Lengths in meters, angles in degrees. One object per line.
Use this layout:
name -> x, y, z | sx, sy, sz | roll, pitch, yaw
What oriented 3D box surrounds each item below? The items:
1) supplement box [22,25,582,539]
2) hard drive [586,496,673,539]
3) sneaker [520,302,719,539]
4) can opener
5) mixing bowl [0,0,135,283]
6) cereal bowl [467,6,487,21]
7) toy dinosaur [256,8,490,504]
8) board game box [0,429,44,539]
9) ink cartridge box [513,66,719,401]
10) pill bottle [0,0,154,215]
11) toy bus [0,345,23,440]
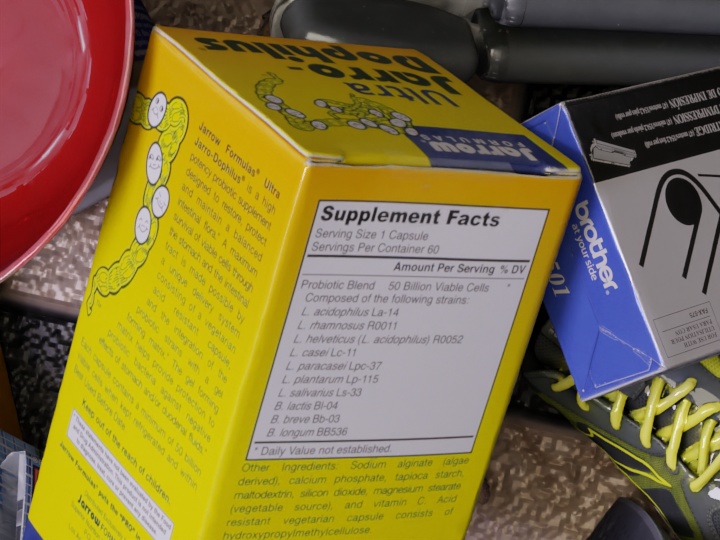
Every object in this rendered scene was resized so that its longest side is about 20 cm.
supplement box -> -0.024, 0.033, 0.831 | 0.110, 0.109, 0.200 | 41, 121, 48
hard drive -> 0.078, 0.154, 0.883 | 0.042, 0.200, 0.135 | 36, 94, -2
sneaker -> 0.103, 0.048, 0.901 | 0.075, 0.085, 0.200 | -56, 48, 13
can opener -> 0.062, -0.085, 0.922 | 0.200, 0.053, 0.067 | -2, 48, -19
mixing bowl -> -0.158, -0.078, 0.863 | 0.200, 0.108, 0.200 | 0, 89, 12
cereal bowl -> 0.031, -0.190, 0.959 | 0.200, 0.083, 0.200 | 0, 88, 12
toy dinosaur -> 0.000, 0.000, 0.955 | 0.136, 0.086, 0.200 | -44, 89, 6
board game box -> -0.132, 0.143, 0.886 | 0.062, 0.200, 0.200 | -20, 53, 31
ink cartridge box -> 0.140, -0.025, 0.881 | 0.044, 0.200, 0.094 | -26, 82, 47
pill bottle -> -0.158, -0.119, 0.979 | 0.116, 0.116, 0.200 | -30, 82, 9
toy bus -> -0.182, 0.047, 1.004 | 0.078, 0.065, 0.200 | -15, 86, 11
